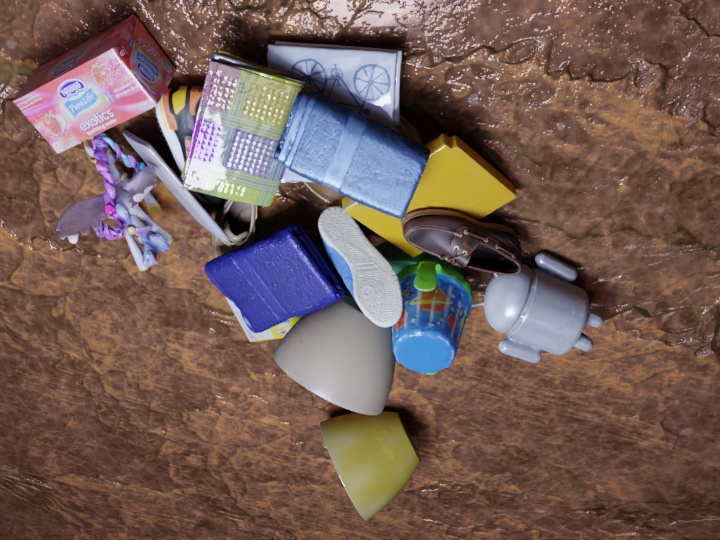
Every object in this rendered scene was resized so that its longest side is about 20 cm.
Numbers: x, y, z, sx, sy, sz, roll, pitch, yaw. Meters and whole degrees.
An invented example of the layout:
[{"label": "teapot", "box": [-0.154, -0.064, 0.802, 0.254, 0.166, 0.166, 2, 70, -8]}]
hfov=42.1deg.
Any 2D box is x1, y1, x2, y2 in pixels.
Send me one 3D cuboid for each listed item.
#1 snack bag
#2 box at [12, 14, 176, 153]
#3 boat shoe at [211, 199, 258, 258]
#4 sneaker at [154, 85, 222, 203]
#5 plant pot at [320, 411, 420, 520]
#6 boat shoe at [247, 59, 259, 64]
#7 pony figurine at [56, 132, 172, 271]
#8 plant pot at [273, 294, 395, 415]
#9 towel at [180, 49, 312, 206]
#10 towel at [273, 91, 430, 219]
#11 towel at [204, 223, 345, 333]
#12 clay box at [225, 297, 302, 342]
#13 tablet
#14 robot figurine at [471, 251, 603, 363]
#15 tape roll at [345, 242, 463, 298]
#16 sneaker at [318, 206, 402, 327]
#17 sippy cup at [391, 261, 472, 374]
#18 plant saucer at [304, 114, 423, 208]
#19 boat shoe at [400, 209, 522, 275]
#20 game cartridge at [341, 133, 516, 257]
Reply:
[{"label": "snack bag", "box": [-0.035, -0.209, 1.290, 0.186, 0.021, 0.202, 6, 114, 13]}, {"label": "box", "box": [-0.375, -0.262, 1.322, 0.198, 0.095, 0.103, -18, 126, 26]}, {"label": "boat shoe", "box": [-0.202, -0.070, 1.486, 0.071, 0.065, 0.201, 17, 134, -4]}, {"label": "sneaker", "box": [-0.226, -0.182, 1.382, 0.089, 0.070, 0.201, -6, 130, 20]}, {"label": "plant pot", "box": [0.030, 0.345, 1.762, 0.141, 0.201, 0.201, -27, 127, 0]}, {"label": "boat shoe", "box": [-0.157, -0.205, 1.344, 0.072, 0.072, 0.202, 17, 129, 30]}, {"label": "pony figurine", "box": [-0.362, -0.100, 1.418, 0.165, 0.194, 0.201, -25, 129, 3]}, {"label": "plant pot", "box": [-0.022, 0.119, 1.497, 0.199, 0.200, 0.135, 26, 98, -12]}, {"label": "towel", "box": [-0.158, -0.189, 1.284, 0.142, 0.023, 0.202, 12, 117, -17]}, {"label": "towel", "box": [-0.011, -0.156, 1.262, 0.198, 0.049, 0.112, 25, 113, -2]}, {"label": "towel", "box": [-0.134, 0.011, 1.471, 0.199, 0.050, 0.148, -21, 116, 36]}, {"label": "clay box", "box": [-0.118, 0.058, 1.600, 0.198, 0.048, 0.116, -9, 130, 18]}, {"label": "tablet", "box": [-0.282, -0.128, 1.427, 0.014, 0.130, 0.201, -43, 122, -10]}, {"label": "robot figurine", "box": [0.278, 0.060, 1.469, 0.198, 0.113, 0.171, 21, 93, -8]}, {"label": "tape roll", "box": [0.075, 0.043, 1.545, 0.198, 0.048, 0.202, 6, 133, 6]}, {"label": "sneaker", "box": [0.001, -0.001, 1.444, 0.076, 0.111, 0.201, -33, 83, -4]}, {"label": "sippy cup", "box": [0.104, 0.082, 1.451, 0.139, 0.131, 0.178, -26, 123, 32]}, {"label": "plant saucer", "box": [0.000, -0.174, 1.364, 0.198, 0.036, 0.202, 6, 134, 6]}, {"label": "boat shoe", "box": [0.155, -0.039, 1.390, 0.198, 0.071, 0.071, 8, 145, -20]}, {"label": "game cartridge", "box": [0.101, -0.108, 1.369, 0.199, 0.033, 0.176, -31, 139, 27]}]
